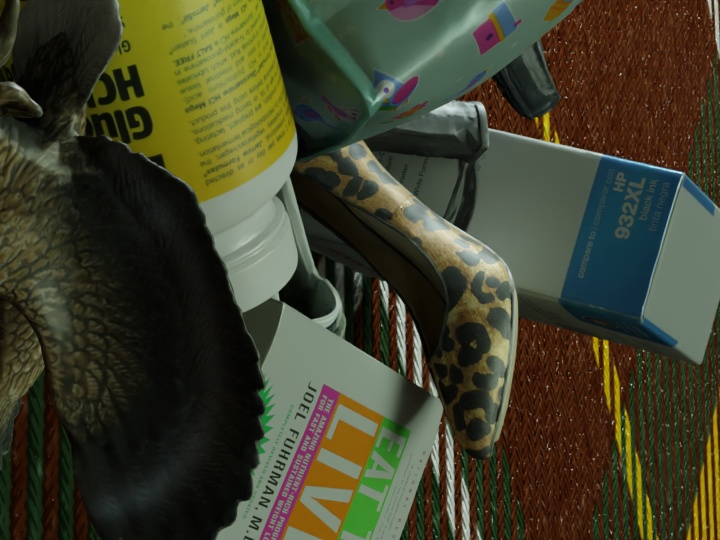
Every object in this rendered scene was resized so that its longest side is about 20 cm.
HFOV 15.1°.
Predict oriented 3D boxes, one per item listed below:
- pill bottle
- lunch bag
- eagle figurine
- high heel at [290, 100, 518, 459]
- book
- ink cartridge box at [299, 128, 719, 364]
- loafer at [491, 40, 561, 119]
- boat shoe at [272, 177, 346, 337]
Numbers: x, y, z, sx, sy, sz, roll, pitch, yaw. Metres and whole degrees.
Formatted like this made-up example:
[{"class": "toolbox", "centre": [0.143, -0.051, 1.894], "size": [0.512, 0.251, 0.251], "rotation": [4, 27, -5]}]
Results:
[{"class": "pill bottle", "centre": [-0.090, -0.081, 1.135], "size": [0.112, 0.112, 0.200], "rotation": [-62, 142, -57]}, {"class": "lunch bag", "centre": [0.019, -0.132, 1.245], "size": [0.122, 0.170, 0.200], "rotation": [54, -14, 2]}, {"class": "eagle figurine", "centre": [-0.123, -0.001, 1.018], "size": [0.200, 0.151, 0.152], "rotation": [55, 23, -36]}, {"class": "high heel", "centre": [0.000, 0.000, 1.337], "size": [0.071, 0.142, 0.200], "rotation": [123, -34, -58]}, {"class": "book", "centre": [-0.033, 0.095, 1.285], "size": [0.134, 0.048, 0.200], "rotation": [-66, 153, -4]}, {"class": "ink cartridge box", "centre": [0.085, -0.022, 1.462], "size": [0.145, 0.200, 0.084], "rotation": [27, 78, -68]}, {"class": "loafer", "centre": [0.077, -0.183, 1.492], "size": [0.068, 0.070, 0.201], "rotation": [-99, 170, -87]}, {"class": "boat shoe", "centre": [-0.041, 0.027, 1.316], "size": [0.074, 0.067, 0.200], "rotation": [-74, 152, -44]}]
